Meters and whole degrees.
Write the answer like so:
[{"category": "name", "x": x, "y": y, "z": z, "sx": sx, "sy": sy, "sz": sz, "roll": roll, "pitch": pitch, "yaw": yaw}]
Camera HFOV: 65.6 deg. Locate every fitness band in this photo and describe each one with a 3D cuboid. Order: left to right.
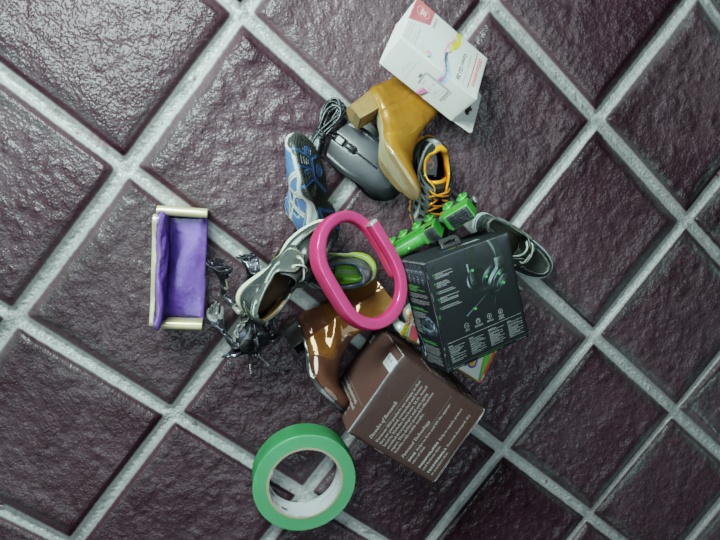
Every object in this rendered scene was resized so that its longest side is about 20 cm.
[{"category": "fitness band", "x": 0.000, "y": 0.000, "z": 0.899, "sx": 0.143, "sy": 0.037, "sz": 0.202, "roll": -40, "pitch": 107, "yaw": -32}]

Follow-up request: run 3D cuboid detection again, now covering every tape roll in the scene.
[{"category": "tape roll", "x": -0.110, "y": 0.399, "z": 1.078, "sx": 0.197, "sy": 0.048, "sz": 0.204, "roll": -3, "pitch": 104, "yaw": -13}]

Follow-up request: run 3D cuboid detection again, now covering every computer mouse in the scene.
[{"category": "computer mouse", "x": -0.002, "y": -0.189, "z": 0.965, "sx": 0.198, "sy": 0.053, "sz": 0.140, "roll": 31, "pitch": 94, "yaw": -18}]

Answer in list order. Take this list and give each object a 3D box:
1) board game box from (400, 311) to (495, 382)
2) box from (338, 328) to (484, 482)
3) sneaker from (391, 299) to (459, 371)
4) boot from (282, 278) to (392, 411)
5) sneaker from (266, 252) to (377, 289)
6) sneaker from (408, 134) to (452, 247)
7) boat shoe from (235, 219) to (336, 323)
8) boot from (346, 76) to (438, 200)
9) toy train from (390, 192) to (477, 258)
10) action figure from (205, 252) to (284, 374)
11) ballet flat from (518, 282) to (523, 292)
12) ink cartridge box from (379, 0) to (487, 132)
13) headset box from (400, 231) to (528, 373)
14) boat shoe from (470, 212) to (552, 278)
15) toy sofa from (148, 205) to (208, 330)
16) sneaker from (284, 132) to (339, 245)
[{"category": "board game box", "x": 0.174, "y": 0.123, "z": 1.026, "sx": 0.199, "sy": 0.030, "sz": 0.096, "roll": 33, "pitch": 78, "yaw": -21}, {"category": "box", "x": 0.082, "y": 0.238, "z": 1.023, "sx": 0.199, "sy": 0.166, "sz": 0.165, "roll": 34, "pitch": 94, "yaw": -17}, {"category": "sneaker", "x": 0.151, "y": 0.124, "z": 1.059, "sx": 0.199, "sy": 0.074, "sz": 0.080, "roll": 34, "pitch": 98, "yaw": -18}, {"category": "boot", "x": -0.013, "y": 0.123, "z": 1.002, "sx": 0.198, "sy": 0.069, "sz": 0.189, "roll": -32, "pitch": 67, "yaw": -5}, {"category": "sneaker", "x": -0.071, "y": 0.001, "z": 0.965, "sx": 0.197, "sy": 0.081, "sz": 0.075, "roll": -4, "pitch": 98, "yaw": 5}, {"category": "sneaker", "x": 0.129, "y": -0.137, "z": 0.996, "sx": 0.077, "sy": 0.077, "sz": 0.203, "roll": -13, "pitch": 107, "yaw": -12}, {"category": "boat shoe", "x": -0.106, "y": 0.002, "z": 0.886, "sx": 0.200, "sy": 0.067, "sz": 0.072, "roll": -46, "pitch": 125, "yaw": -13}, {"category": "boot", "x": 0.084, "y": -0.232, "z": 0.934, "sx": 0.143, "sy": 0.071, "sz": 0.202, "roll": -33, "pitch": 85, "yaw": -19}, {"category": "toy train", "x": 0.118, "y": -0.068, "z": 0.972, "sx": 0.199, "sy": 0.057, "sz": 0.042, "roll": -32, "pitch": 112, "yaw": 33}, {"category": "action figure", "x": -0.198, "y": 0.069, "z": 0.953, "sx": 0.117, "sy": 0.102, "sz": 0.203, "roll": -16, "pitch": 118, "yaw": -23}, {"category": "ballet flat", "x": 0.226, "y": -0.004, "z": 1.056, "sx": 0.197, "sy": 0.072, "sz": 0.073, "roll": 12, "pitch": 100, "yaw": -17}, {"category": "ink cartridge box", "x": 0.139, "y": -0.336, "z": 0.929, "sx": 0.199, "sy": 0.067, "sz": 0.118, "roll": 33, "pitch": 55, "yaw": -18}, {"category": "headset box", "x": 0.175, "y": 0.041, "z": 0.952, "sx": 0.172, "sy": 0.093, "sz": 0.203, "roll": -20, "pitch": 102, "yaw": -20}, {"category": "boat shoe", "x": 0.294, "y": -0.039, "z": 1.059, "sx": 0.198, "sy": 0.071, "sz": 0.073, "roll": 29, "pitch": 95, "yaw": -18}, {"category": "toy sofa", "x": -0.295, "y": -0.004, "z": 0.917, "sx": 0.081, "sy": 0.098, "sz": 0.203, "roll": 3, "pitch": 101, "yaw": -13}, {"category": "sneaker", "x": -0.098, "y": -0.127, "z": 0.929, "sx": 0.076, "sy": 0.076, "sz": 0.203, "roll": 2, "pitch": 119, "yaw": 28}]
